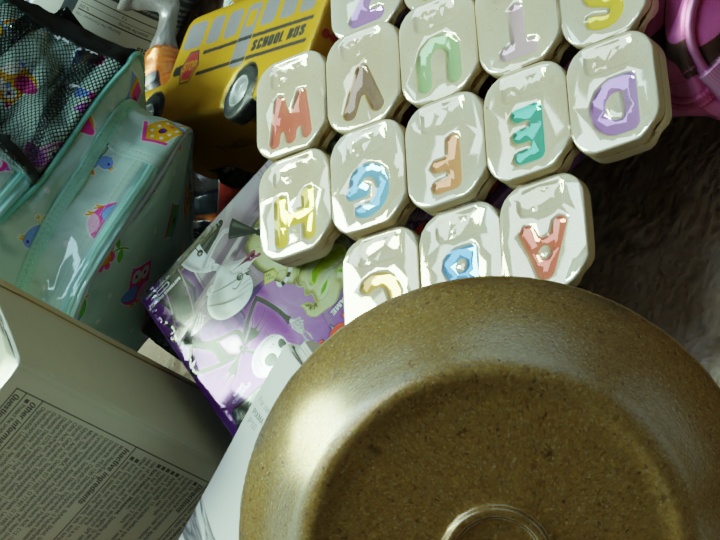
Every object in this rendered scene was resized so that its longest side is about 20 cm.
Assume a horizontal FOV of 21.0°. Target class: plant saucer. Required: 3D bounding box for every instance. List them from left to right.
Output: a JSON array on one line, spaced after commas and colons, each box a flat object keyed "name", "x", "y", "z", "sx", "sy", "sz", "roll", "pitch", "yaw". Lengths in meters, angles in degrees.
[{"name": "plant saucer", "x": 0.051, "y": 0.103, "z": 0.713, "sx": 0.201, "sy": 0.200, "sz": 0.035, "roll": -62, "pitch": -2, "yaw": 8}]

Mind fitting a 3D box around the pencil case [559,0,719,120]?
[{"name": "pencil case", "x": 0.117, "y": -0.103, "z": 0.854, "sx": 0.094, "sy": 0.091, "sz": 0.200, "roll": -42, "pitch": 22, "yaw": -22}]

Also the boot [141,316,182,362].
[{"name": "boot", "x": -0.001, "y": -0.001, "z": 0.918, "sx": 0.198, "sy": 0.073, "sz": 0.163, "roll": 21, "pitch": 77, "yaw": 48}]

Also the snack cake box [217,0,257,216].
[{"name": "snack cake box", "x": -0.022, "y": -0.104, "z": 1.093, "sx": 0.115, "sy": 0.067, "sz": 0.200, "roll": -37, "pitch": 41, "yaw": 39}]

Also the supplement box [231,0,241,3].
[{"name": "supplement box", "x": 0.000, "y": -0.239, "z": 1.036, "sx": 0.085, "sy": 0.110, "sz": 0.200, "roll": 18, "pitch": 62, "yaw": 21}]

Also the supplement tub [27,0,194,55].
[{"name": "supplement tub", "x": -0.183, "y": -0.208, "z": 1.349, "sx": 0.200, "sy": 0.140, "sz": 0.140, "roll": -61, "pitch": 30, "yaw": 9}]

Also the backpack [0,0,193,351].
[{"name": "backpack", "x": -0.176, "y": -0.008, "z": 0.966, "sx": 0.200, "sy": 0.153, "sz": 0.176, "roll": -48, "pitch": -17, "yaw": -30}]

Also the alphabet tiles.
[{"name": "alphabet tiles", "x": 0.037, "y": -0.071, "z": 0.820, "sx": 0.200, "sy": 0.015, "sz": 0.196, "roll": -17, "pitch": 63, "yaw": 32}]

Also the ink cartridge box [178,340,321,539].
[{"name": "ink cartridge box", "x": -0.007, "y": 0.150, "z": 0.812, "sx": 0.200, "sy": 0.146, "sz": 0.083, "roll": -61, "pitch": 31, "yaw": 9}]

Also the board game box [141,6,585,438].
[{"name": "board game box", "x": -0.002, "y": -0.019, "z": 0.860, "sx": 0.200, "sy": 0.032, "sz": 0.120, "roll": -47, "pitch": 53, "yaw": 8}]

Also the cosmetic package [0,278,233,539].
[{"name": "cosmetic package", "x": -0.117, "y": 0.094, "z": 0.874, "sx": 0.104, "sy": 0.200, "sz": 0.073, "roll": -47, "pitch": 42, "yaw": 12}]

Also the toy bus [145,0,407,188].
[{"name": "toy bus", "x": -0.047, "y": -0.096, "z": 0.990, "sx": 0.200, "sy": 0.065, "sz": 0.079, "roll": -6, "pitch": 63, "yaw": 59}]

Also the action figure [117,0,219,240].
[{"name": "action figure", "x": -0.100, "y": -0.078, "z": 1.143, "sx": 0.104, "sy": 0.200, "sz": 0.194, "roll": -12, "pitch": 57, "yaw": 5}]
